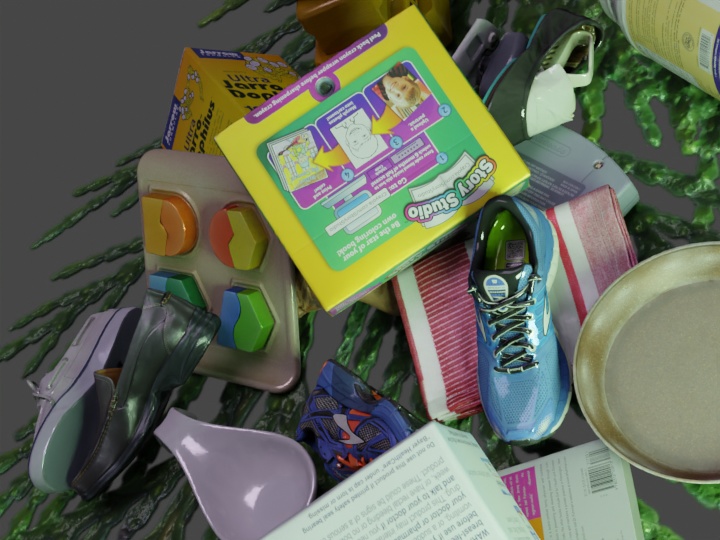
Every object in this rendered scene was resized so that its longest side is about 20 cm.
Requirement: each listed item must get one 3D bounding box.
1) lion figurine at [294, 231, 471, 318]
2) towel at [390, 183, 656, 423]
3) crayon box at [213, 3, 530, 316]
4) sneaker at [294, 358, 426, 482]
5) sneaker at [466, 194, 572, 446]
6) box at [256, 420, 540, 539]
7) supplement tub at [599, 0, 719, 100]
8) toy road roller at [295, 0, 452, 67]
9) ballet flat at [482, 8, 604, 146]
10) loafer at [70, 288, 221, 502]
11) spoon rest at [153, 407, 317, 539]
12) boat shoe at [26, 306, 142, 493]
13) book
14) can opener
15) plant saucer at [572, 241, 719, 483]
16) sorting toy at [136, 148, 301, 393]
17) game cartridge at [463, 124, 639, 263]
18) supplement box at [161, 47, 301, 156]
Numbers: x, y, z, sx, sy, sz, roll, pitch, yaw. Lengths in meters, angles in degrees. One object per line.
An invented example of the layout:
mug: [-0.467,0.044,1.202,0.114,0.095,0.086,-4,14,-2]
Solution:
lion figurine: [0.000,0.000,1.353,0.200,0.072,0.123,15,99,33]
towel: [0.128,0.028,1.250,0.200,0.023,0.144,-22,64,16]
crayon box: [0.010,-0.089,1.278,0.200,0.058,0.173,-33,84,0]
sneaker: [0.011,0.140,1.228,0.079,0.075,0.200,-55,28,-3]
sneaker: [0.111,0.035,1.191,0.078,0.089,0.201,-12,69,22]
box: [0.039,0.234,1.035,0.184,0.105,0.200,-35,72,9]
supplement tub: [0.304,-0.224,1.299,0.145,0.145,0.200,-40,42,-4]
toy road roller: [0.008,-0.248,1.513,0.123,0.146,0.200,-17,46,19]
ballet flat: [0.162,-0.167,1.361,0.068,0.068,0.200,11,47,25]
loafer: [-0.202,0.108,1.363,0.200,0.072,0.073,-57,3,1]
spoon rest: [-0.111,0.164,1.291,0.200,0.061,0.099,26,78,46]
boat shoe: [-0.268,0.115,1.430,0.086,0.075,0.202,-2,50,31]
book: [0.104,0.204,1.130,0.200,0.048,0.134,-19,43,16]
can opener: [0.089,-0.149,1.443,0.067,0.053,0.200,13,63,41]
plant saucer: [0.256,0.070,1.136,0.200,0.032,0.201,-11,55,15]
sorting toy: [-0.132,-0.001,1.385,0.185,0.201,0.036,10,16,39]
game cartridge: [0.141,-0.069,1.352,0.133,0.040,0.200,-48,44,-7]
supplement box: [-0.093,-0.118,1.462,0.200,0.109,0.110,48,128,47]
